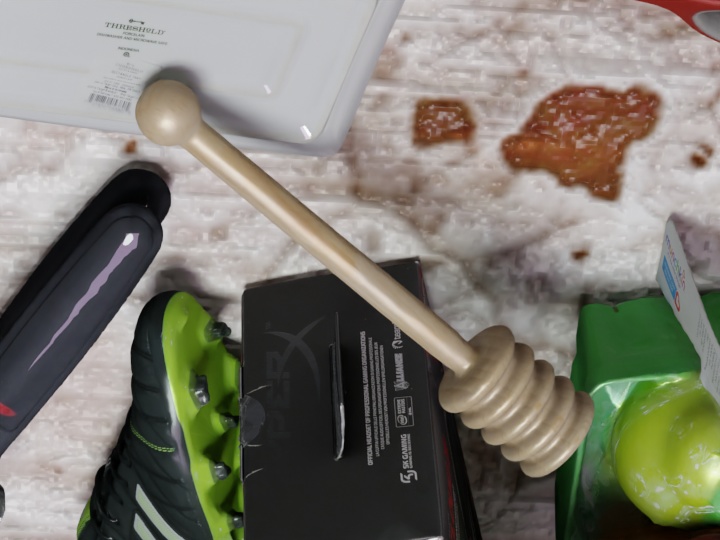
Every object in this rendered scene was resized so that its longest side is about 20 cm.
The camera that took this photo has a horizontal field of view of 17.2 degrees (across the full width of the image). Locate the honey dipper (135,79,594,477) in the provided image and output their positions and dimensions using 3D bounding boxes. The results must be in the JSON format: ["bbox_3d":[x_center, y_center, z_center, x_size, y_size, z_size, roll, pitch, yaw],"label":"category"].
[{"bbox_3d":[0.000,0.000,0.835,0.200,0.038,0.038,40,119,-17],"label":"honey dipper"}]

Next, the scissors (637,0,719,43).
[{"bbox_3d":[0.076,-0.105,0.791,0.199,0.014,0.073,12,166,-18],"label":"scissors"}]

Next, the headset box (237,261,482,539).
[{"bbox_3d":[0.005,0.106,0.911,0.075,0.149,0.200,-10,130,5],"label":"headset box"}]

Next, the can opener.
[{"bbox_3d":[-0.136,0.039,0.905,0.079,0.064,0.200,32,123,-25],"label":"can opener"}]

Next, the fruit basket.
[{"bbox_3d":[0.136,0.111,0.889,0.093,0.200,0.186,-9,131,-15],"label":"fruit basket"}]

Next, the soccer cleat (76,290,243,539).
[{"bbox_3d":[-0.079,0.090,0.953,0.081,0.068,0.200,3,132,12],"label":"soccer cleat"}]

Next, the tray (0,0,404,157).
[{"bbox_3d":[-0.080,-0.084,0.802,0.199,0.022,0.108,6,132,-24],"label":"tray"}]
